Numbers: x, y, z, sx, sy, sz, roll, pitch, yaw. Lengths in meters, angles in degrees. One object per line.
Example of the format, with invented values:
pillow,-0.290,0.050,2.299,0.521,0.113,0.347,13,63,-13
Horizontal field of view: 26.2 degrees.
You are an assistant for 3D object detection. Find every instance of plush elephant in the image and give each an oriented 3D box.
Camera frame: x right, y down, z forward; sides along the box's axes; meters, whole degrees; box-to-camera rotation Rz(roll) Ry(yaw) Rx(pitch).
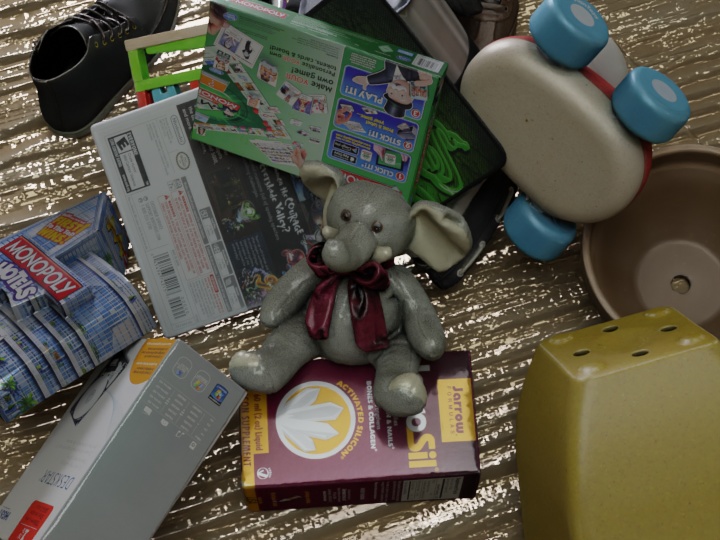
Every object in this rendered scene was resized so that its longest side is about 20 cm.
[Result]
plush elephant,0.000,0.000,1.257,0.164,0.155,0.200,12,38,19

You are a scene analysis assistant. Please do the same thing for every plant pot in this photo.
plant pot,0.290,-0.001,1.359,0.200,0.093,0.202,0,68,1
plant pot,0.224,0.144,1.208,0.193,0.196,0.201,-15,104,-6

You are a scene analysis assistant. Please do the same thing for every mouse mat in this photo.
mouse mat,0.009,-0.131,1.295,0.200,0.161,0.008,49,36,-11

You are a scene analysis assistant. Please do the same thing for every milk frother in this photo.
milk frother,0.005,-0.154,1.368,0.180,0.188,0.201,0,60,35

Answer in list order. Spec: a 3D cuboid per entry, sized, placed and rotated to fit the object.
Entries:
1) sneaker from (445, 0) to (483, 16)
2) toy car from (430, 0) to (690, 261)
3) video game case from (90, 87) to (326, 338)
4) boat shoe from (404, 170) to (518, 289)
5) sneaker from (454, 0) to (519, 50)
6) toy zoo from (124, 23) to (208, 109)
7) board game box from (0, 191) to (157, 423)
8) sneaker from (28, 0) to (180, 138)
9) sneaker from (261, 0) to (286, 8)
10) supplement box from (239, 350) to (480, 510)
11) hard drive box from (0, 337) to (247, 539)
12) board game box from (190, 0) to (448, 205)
sneaker,0.033,-0.267,1.457,0.115,0.076,0.200,-33,37,1
toy car,0.190,-0.144,1.332,0.177,0.184,0.200,43,36,4
video game case,-0.121,-0.062,1.363,0.181,0.023,0.201,-18,95,6
boat shoe,0.110,-0.067,1.403,0.060,0.074,0.200,52,53,-24
sneaker,0.122,-0.291,1.482,0.070,0.076,0.201,6,68,3
toy zoo,-0.132,-0.120,1.393,0.131,0.020,0.201,-8,98,18
board game box,-0.270,0.018,1.333,0.200,0.062,0.200,-35,36,-21
sneaker,-0.234,-0.225,1.442,0.075,0.106,0.201,25,71,10
sneaker,-0.105,-0.174,1.419,0.072,0.114,0.202,5,70,1
supplement box,-0.002,0.136,1.311,0.199,0.086,0.111,-4,68,-1
hard drive box,-0.202,0.157,1.262,0.077,0.156,0.200,39,70,-21
board game box,-0.038,-0.139,1.282,0.199,0.135,0.029,20,37,8
